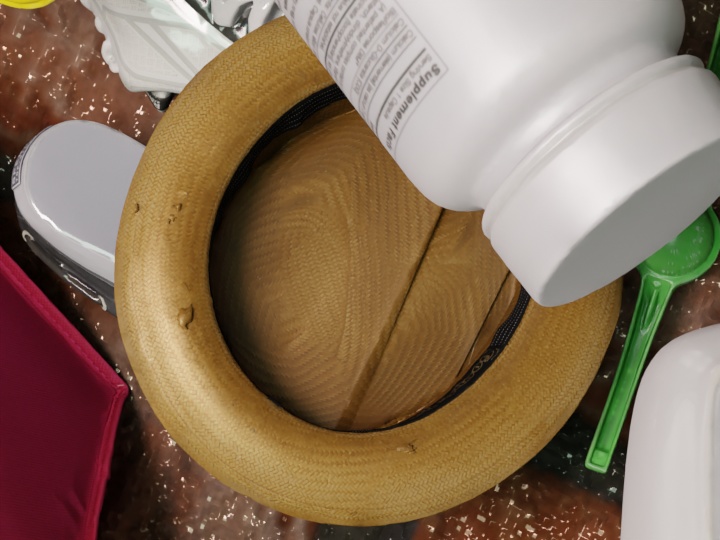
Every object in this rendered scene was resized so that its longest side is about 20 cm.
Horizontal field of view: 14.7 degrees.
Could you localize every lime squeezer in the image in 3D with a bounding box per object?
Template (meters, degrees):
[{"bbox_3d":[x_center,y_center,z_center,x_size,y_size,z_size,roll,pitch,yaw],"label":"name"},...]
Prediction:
[{"bbox_3d":[0.122,-0.023,1.039,0.037,0.071,0.201,12,115,-6],"label":"lime squeezer"}]

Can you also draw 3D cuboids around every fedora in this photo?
[{"bbox_3d":[0.000,0.000,1.050,0.199,0.082,0.202,2,79,-10],"label":"fedora"}]

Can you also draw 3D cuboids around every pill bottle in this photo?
[{"bbox_3d":[0.041,-0.094,0.972,0.113,0.113,0.200,-42,74,17],"label":"pill bottle"}]

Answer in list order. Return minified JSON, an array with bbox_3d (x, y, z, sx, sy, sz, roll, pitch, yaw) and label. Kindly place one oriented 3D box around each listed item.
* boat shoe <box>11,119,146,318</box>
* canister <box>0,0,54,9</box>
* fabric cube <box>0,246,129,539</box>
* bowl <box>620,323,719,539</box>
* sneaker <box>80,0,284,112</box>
[{"bbox_3d":[-0.052,0.012,1.109,0.200,0.057,0.069,36,66,0],"label":"boat shoe"},{"bbox_3d":[-0.110,-0.186,1.033,0.148,0.200,0.087,22,131,19],"label":"canister"},{"bbox_3d":[-0.232,0.077,1.072,0.199,0.200,0.196,-32,114,19],"label":"fabric cube"},{"bbox_3d":[0.186,0.101,0.967,0.198,0.075,0.201,-2,67,10],"label":"bowl"},{"bbox_3d":[-0.085,-0.115,1.109,0.200,0.075,0.081,40,114,14],"label":"sneaker"}]
